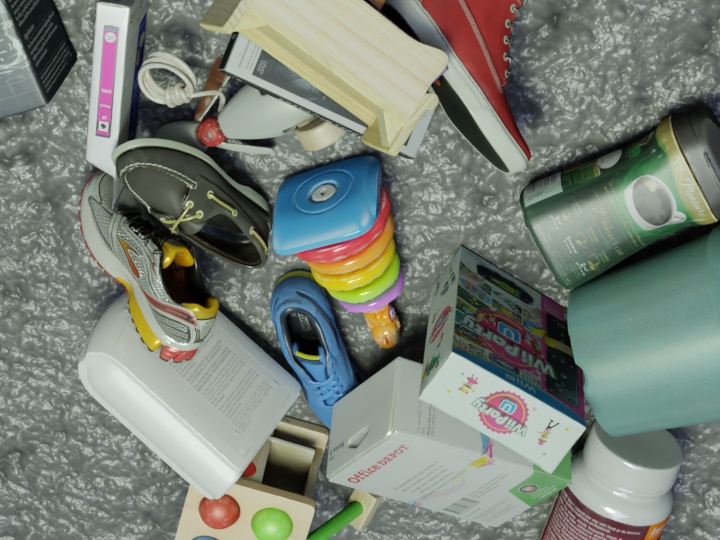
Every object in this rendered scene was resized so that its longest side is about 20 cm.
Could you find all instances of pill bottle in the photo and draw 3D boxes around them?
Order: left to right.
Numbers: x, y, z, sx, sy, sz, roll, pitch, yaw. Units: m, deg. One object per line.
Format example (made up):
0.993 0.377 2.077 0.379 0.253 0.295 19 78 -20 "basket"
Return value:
0.248 0.251 1.845 0.113 0.114 0.201 16 119 -3 "pill bottle"

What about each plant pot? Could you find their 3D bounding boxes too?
0.307 0.061 1.702 0.195 0.201 0.201 -17 115 21 "plant pot"

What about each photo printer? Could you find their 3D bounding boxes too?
-0.170 0.103 1.770 0.200 0.167 0.069 42 127 -4 "photo printer"

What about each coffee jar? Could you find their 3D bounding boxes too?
0.254 -0.069 1.691 0.199 0.085 0.105 -25 106 18 "coffee jar"

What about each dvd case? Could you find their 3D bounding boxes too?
-0.010 -0.205 1.616 0.199 0.025 0.152 23 88 -23 "dvd case"

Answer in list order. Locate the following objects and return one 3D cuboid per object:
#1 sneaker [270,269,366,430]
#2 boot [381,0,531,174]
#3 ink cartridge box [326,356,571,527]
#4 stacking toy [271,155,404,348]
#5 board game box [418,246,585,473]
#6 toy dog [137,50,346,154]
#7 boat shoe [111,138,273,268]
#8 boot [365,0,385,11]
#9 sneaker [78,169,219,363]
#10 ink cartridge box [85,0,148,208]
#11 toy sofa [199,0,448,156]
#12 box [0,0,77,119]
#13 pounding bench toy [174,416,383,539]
-0.040 0.100 1.815 0.065 0.079 0.201 -17 116 12 "sneaker"
0.127 -0.198 1.623 0.144 0.072 0.201 -38 107 -13 "boot"
0.085 0.169 1.775 0.198 0.088 0.145 16 150 -22 "ink cartridge box"
0.000 0.000 1.755 0.109 0.117 0.201 -14 127 15 "stacking toy"
0.135 0.081 1.717 0.147 0.201 0.064 30 118 -11 "board game box"
-0.098 -0.157 1.693 0.198 0.096 0.133 4 122 21 "toy dog"
-0.151 -0.060 1.695 0.071 0.061 0.201 -25 147 29 "boat shoe"
0.043 -0.288 1.559 0.198 0.156 0.074 19 161 6 "boot"
-0.194 -0.016 1.732 0.082 0.078 0.201 -46 72 37 "sneaker"
-0.224 -0.168 1.681 0.037 0.095 0.202 8 118 2 "ink cartridge box"
-0.028 -0.192 1.551 0.199 0.083 0.098 34 88 -22 "toy sofa"
-0.391 -0.232 1.651 0.198 0.124 0.198 -14 114 13 "box"
-0.078 0.246 1.850 0.198 0.156 0.125 16 118 -3 "pounding bench toy"
